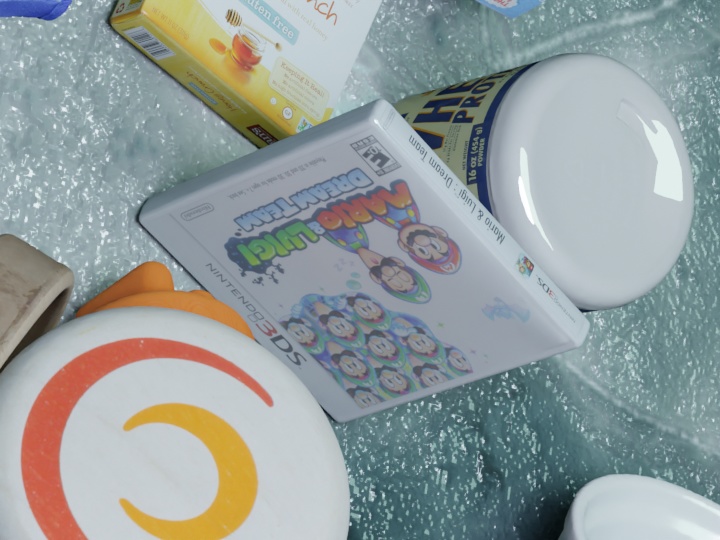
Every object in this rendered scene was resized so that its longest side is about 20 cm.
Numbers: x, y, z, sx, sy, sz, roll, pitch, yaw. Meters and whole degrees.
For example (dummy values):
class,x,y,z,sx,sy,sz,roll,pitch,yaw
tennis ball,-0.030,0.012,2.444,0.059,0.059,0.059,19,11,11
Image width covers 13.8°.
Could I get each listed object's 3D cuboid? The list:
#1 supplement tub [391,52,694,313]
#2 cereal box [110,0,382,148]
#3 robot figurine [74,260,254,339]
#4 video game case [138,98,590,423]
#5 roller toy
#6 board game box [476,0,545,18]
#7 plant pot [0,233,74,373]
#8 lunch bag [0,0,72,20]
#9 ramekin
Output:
class,x,y,z,sx,sy,sz,roll,pitch,yaw
supplement tub,0.078,-0.039,1.722,0.144,0.200,0.146,7,78,-37
cereal box,-0.050,-0.185,1.748,0.144,0.039,0.201,37,62,-29
robot figurine,-0.103,0.092,1.586,0.116,0.144,0.201,-9,51,-7
video game case,0.000,0.000,1.655,0.182,0.199,0.024,46,48,-22
roller toy,-0.104,0.124,1.423,0.199,0.140,0.183,11,59,-13
board game box,0.047,-0.269,1.804,0.151,0.037,0.201,23,53,-38
plant pot,-0.263,0.038,1.457,0.174,0.200,0.201,34,61,-1
lunch bag,-0.235,-0.231,1.560,0.169,0.124,0.201,2,74,-38
ramekin,0.188,0.223,1.776,0.200,0.098,0.201,25,26,-13
